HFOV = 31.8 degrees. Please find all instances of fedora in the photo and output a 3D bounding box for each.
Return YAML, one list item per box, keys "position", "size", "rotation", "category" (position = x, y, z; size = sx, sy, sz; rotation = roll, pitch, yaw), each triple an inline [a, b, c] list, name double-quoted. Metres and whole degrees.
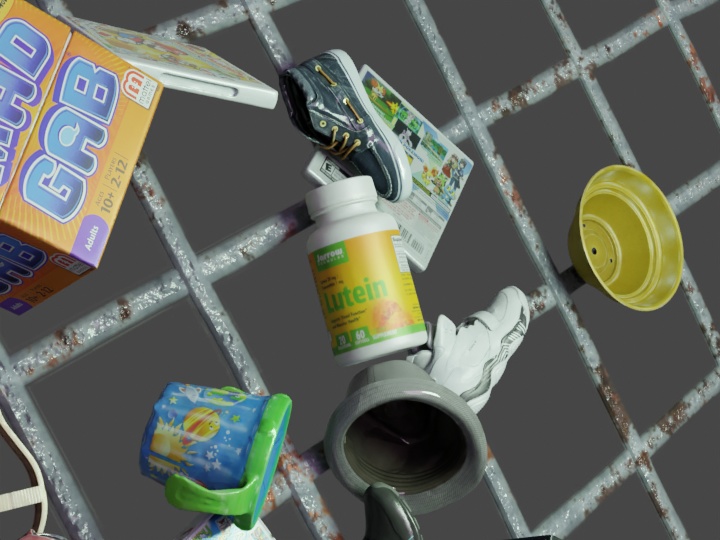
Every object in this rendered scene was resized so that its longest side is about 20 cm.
- position: [0.047, 0.176, 1.430]
  size: [0.200, 0.176, 0.091]
  rotation: [49, 20, -33]
  category: "fedora"

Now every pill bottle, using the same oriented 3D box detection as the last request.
- position: [0.000, 0.000, 1.452]
  size: [0.110, 0.111, 0.203]
  rotation: [-11, 83, -37]
  category: "pill bottle"

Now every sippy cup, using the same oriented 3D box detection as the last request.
- position: [-0.149, 0.176, 1.272]
  size: [0.129, 0.178, 0.141]
  rotation: [16, 76, 2]
  category: "sippy cup"

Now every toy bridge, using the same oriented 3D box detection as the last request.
- position: [-0.332, 0.219, 1.199]
  size: [0.067, 0.027, 0.203]
  rotation: [-9, 83, -37]
  category: "toy bridge"

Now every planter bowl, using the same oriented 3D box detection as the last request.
- position: [0.344, -0.035, 1.729]
  size: [0.198, 0.083, 0.203]
  rotation: [12, 69, -33]
  category: "planter bowl"

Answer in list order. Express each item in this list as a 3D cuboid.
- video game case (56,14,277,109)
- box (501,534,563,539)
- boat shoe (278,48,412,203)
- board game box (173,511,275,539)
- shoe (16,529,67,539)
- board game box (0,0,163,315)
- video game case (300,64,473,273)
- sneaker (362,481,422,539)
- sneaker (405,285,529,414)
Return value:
- position: [-0.206, -0.220, 1.327]
  size: [0.180, 0.200, 0.023]
  rotation: [8, 107, -34]
  category: "video game case"
- position: [0.159, 0.378, 1.401]
  size: [0.078, 0.199, 0.143]
  rotation: [30, 60, -25]
  category: "box"
- position: [-0.021, -0.158, 1.489]
  size: [0.090, 0.071, 0.202]
  rotation: [-27, 85, -36]
  category: "boat shoe"
- position: [-0.160, 0.334, 1.285]
  size: [0.200, 0.034, 0.127]
  rotation: [-42, 101, -37]
  category: "board game box"
- position: [-0.322, 0.273, 1.132]
  size: [0.197, 0.071, 0.092]
  rotation: [16, 80, -9]
  category: "shoe"
- position: [-0.338, -0.107, 1.182]
  size: [0.199, 0.199, 0.202]
  rotation: [28, 61, -26]
  category: "board game box"
- position: [0.038, -0.127, 1.573]
  size: [0.199, 0.022, 0.184]
  rotation: [39, 57, -20]
  category: "video game case"
- position: [0.029, 0.336, 1.392]
  size: [0.078, 0.075, 0.203]
  rotation: [-13, 92, -29]
  category: "sneaker"
- position: [0.129, 0.076, 1.545]
  size: [0.115, 0.075, 0.201]
  rotation: [43, 59, -21]
  category: "sneaker"
